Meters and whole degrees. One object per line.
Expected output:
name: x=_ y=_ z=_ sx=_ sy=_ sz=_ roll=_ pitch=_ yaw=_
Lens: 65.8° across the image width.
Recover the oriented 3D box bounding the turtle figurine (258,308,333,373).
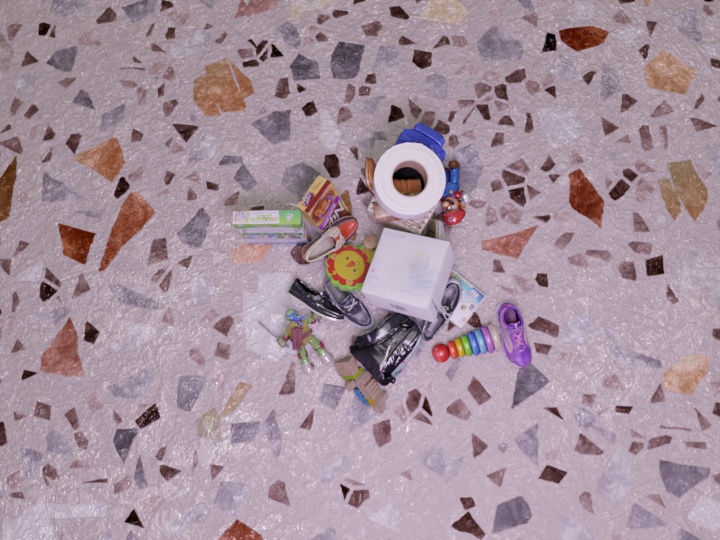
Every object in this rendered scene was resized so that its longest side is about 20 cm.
turtle figurine: x=-0.170 y=0.192 z=1.658 sx=0.143 sy=0.199 sz=0.195 roll=-33 pitch=102 yaw=-33

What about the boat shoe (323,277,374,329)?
boat shoe: x=-0.037 y=0.097 z=1.675 sx=0.072 sy=0.068 sz=0.200 roll=-41 pitch=79 yaw=-7

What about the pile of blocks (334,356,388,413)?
pile of blocks: x=0.008 y=0.330 z=1.637 sx=0.200 sy=0.082 sz=0.062 roll=51 pitch=41 yaw=2

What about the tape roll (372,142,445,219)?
tape roll: x=0.133 y=-0.248 z=1.543 sx=0.200 sy=0.071 sz=0.205 roll=0 pitch=85 yaw=-2

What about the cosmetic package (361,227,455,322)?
cosmetic package: x=0.136 y=0.010 z=1.548 sx=0.198 sy=0.123 sz=0.202 roll=13 pitch=72 yaw=23

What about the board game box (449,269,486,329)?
board game box: x=0.264 y=0.065 z=1.688 sx=0.200 sy=0.035 sz=0.126 roll=40 pitch=83 yaw=9

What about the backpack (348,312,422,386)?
backpack: x=0.088 y=0.213 z=1.614 sx=0.167 sy=0.127 sz=0.200 roll=44 pitch=90 yaw=8

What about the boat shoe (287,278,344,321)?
boat shoe: x=-0.125 y=0.084 z=1.658 sx=0.198 sy=0.074 sz=0.067 roll=28 pitch=104 yaw=24

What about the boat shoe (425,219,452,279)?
boat shoe: x=0.236 y=-0.052 z=1.653 sx=0.068 sy=0.075 sz=0.202 roll=-3 pitch=99 yaw=-18

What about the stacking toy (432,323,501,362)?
stacking toy: x=0.308 y=0.225 z=1.636 sx=0.198 sy=0.085 sz=0.086 roll=-19 pitch=77 yaw=5

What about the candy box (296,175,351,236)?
candy box: x=-0.106 y=-0.181 z=1.670 sx=0.056 sy=0.200 sz=0.117 roll=32 pitch=81 yaw=24

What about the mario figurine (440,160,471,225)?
mario figurine: x=0.272 y=-0.238 z=1.714 sx=0.105 sy=0.124 sz=0.202 roll=-1 pitch=73 yaw=-11

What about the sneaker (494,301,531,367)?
sneaker: x=0.451 y=0.184 z=1.629 sx=0.080 sy=0.089 sz=0.202 roll=-14 pitch=79 yaw=-2

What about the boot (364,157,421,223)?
boot: x=0.097 y=-0.246 z=1.610 sx=0.153 sy=0.074 sz=0.202 roll=-15 pitch=92 yaw=3

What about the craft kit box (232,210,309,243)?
craft kit box: x=-0.263 y=-0.127 z=1.667 sx=0.198 sy=0.198 sz=0.049 roll=0 pitch=79 yaw=1

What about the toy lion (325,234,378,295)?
toy lion: x=0.000 y=0.000 z=1.671 sx=0.191 sy=0.069 sz=0.201 roll=-32 pitch=72 yaw=-18

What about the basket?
basket: x=0.125 y=-0.184 z=1.700 sx=0.199 sy=0.136 sz=0.124 roll=28 pitch=84 yaw=8

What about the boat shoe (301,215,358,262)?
boat shoe: x=-0.086 y=-0.091 z=1.647 sx=0.199 sy=0.063 sz=0.072 roll=-34 pitch=108 yaw=-7

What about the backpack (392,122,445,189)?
backpack: x=0.171 y=-0.335 z=1.696 sx=0.162 sy=0.200 sz=0.168 roll=36 pitch=76 yaw=2

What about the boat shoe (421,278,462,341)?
boat shoe: x=0.234 y=0.117 z=1.622 sx=0.073 sy=0.068 sz=0.200 roll=33 pitch=105 yaw=2
